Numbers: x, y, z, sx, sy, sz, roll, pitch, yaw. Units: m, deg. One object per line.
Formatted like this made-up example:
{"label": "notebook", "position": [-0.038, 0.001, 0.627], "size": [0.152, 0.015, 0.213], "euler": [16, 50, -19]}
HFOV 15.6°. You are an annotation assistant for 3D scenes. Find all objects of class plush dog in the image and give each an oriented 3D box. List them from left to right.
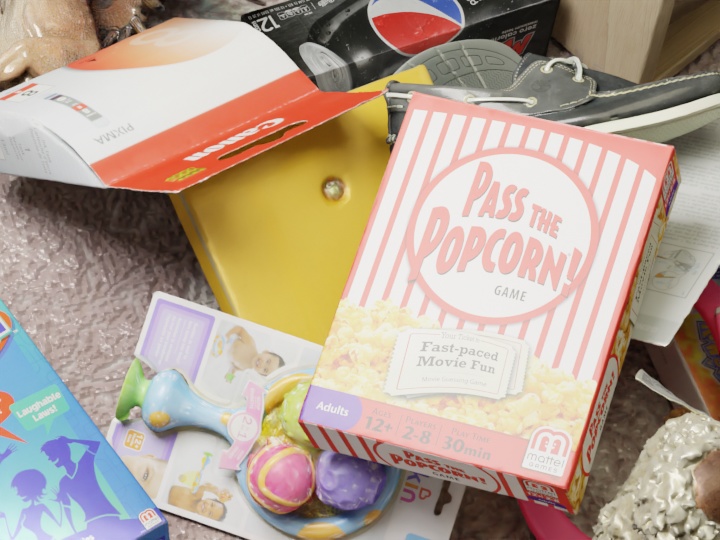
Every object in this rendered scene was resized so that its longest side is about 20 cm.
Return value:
{"label": "plush dog", "position": [0.161, 0.167, 1.369], "size": [0.172, 0.200, 0.160], "euler": [-55, 35, 0]}

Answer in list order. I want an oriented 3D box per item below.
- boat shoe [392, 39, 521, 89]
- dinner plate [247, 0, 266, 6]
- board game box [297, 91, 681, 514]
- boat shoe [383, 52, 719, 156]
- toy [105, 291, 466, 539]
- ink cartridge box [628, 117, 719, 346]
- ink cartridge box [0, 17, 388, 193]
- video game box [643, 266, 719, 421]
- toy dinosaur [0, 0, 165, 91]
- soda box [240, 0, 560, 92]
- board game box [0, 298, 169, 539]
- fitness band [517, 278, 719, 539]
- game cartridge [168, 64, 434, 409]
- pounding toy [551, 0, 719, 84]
{"label": "boat shoe", "position": [0.024, -0.077, 1.605], "size": [0.202, 0.065, 0.074], "euler": [-37, 89, -29]}
{"label": "dinner plate", "position": [-0.145, -0.213, 1.611], "size": [0.200, 0.200, 0.024], "euler": [26, 90, 11]}
{"label": "board game box", "position": [0.071, 0.015, 1.402], "size": [0.151, 0.046, 0.200], "euler": [12, 70, 18]}
{"label": "boat shoe", "position": [0.112, -0.094, 1.492], "size": [0.200, 0.072, 0.068], "euler": [-9, 82, 7]}
{"label": "toy", "position": [-0.041, 0.096, 1.442], "size": [0.200, 0.047, 0.115], "euler": [18, 91, 9]}
{"label": "ink cartridge box", "position": [0.154, -0.024, 1.502], "size": [0.160, 0.047, 0.200], "euler": [13, 48, 31]}
{"label": "ink cartridge box", "position": [-0.108, -0.097, 1.505], "size": [0.162, 0.050, 0.200], "euler": [-27, 19, -33]}
{"label": "video game box", "position": [0.253, 0.009, 1.587], "size": [0.182, 0.047, 0.200], "euler": [-12, 56, -14]}
{"label": "toy dinosaur", "position": [-0.185, -0.140, 1.615], "size": [0.135, 0.086, 0.200], "euler": [23, 63, -25]}
{"label": "soda box", "position": [0.023, -0.145, 1.651], "size": [0.200, 0.071, 0.063], "euler": [-20, 59, -21]}
{"label": "board game box", "position": [-0.220, 0.111, 1.430], "size": [0.152, 0.045, 0.200], "euler": [-31, 62, -20]}
{"label": "fitness band", "position": [0.154, 0.080, 1.484], "size": [0.143, 0.037, 0.200], "euler": [-6, 69, 5]}
{"label": "game cartridge", "position": [0.000, 0.000, 1.519], "size": [0.176, 0.032, 0.200], "euler": [-21, 85, -23]}
{"label": "pounding toy", "position": [0.202, -0.238, 1.694], "size": [0.200, 0.184, 0.142], "euler": [-39, 70, -23]}
